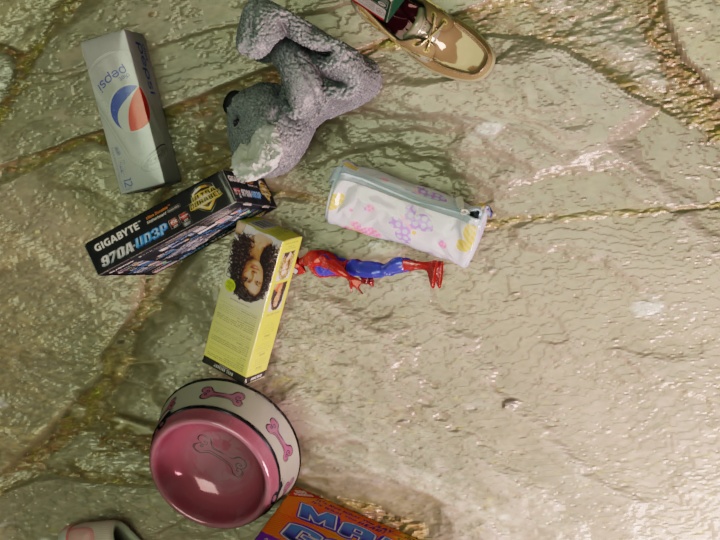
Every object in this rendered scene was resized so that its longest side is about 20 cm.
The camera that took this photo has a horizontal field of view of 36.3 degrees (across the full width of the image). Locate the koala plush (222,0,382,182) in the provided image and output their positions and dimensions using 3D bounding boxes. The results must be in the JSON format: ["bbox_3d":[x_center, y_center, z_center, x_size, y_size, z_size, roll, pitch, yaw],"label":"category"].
[{"bbox_3d":[-0.091,-0.196,1.322,0.183,0.177,0.200,28,97,-4],"label":"koala plush"}]

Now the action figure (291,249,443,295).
[{"bbox_3d":[0.000,0.000,1.374,0.199,0.065,0.052,7,96,16],"label":"action figure"}]

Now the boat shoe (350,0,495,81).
[{"bbox_3d":[0.070,-0.291,1.329,0.200,0.066,0.074,29,101,6],"label":"boat shoe"}]

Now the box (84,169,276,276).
[{"bbox_3d":[-0.218,-0.055,1.362,0.200,0.159,0.046,-27,84,13],"label":"box"}]

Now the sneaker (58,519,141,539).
[{"bbox_3d":[-0.331,0.431,1.484,0.104,0.075,0.201,-18,89,17],"label":"sneaker"}]

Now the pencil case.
[{"bbox_3d":[0.056,-0.070,1.344,0.199,0.091,0.083,18,78,10],"label":"pencil case"}]

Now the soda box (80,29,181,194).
[{"bbox_3d":[-0.292,-0.201,1.406,0.063,0.068,0.201,-13,94,12],"label":"soda box"}]

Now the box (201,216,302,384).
[{"bbox_3d":[-0.139,0.038,1.394,0.075,0.050,0.201,24,110,24],"label":"box"}]

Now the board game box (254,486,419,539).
[{"bbox_3d":[-0.048,0.425,1.368,0.199,0.200,0.201,22,100,7],"label":"board game box"}]

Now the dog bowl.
[{"bbox_3d":[-0.181,0.242,1.406,0.199,0.074,0.201,7,117,14],"label":"dog bowl"}]

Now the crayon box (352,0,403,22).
[{"bbox_3d":[-0.001,-0.419,1.297,0.200,0.058,0.173,34,73,5],"label":"crayon box"}]
